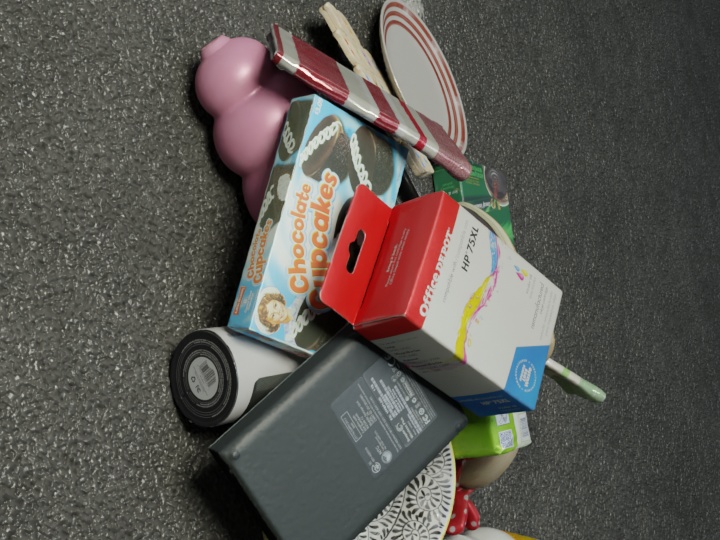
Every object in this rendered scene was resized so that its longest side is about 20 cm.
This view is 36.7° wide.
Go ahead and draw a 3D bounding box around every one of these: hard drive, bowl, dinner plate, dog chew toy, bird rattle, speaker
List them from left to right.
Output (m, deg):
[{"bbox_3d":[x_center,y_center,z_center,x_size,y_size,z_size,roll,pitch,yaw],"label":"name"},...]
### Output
[{"bbox_3d":[-0.077,-0.123,0.990,0.201,0.123,0.125,55,41,-17],"label":"dog chew toy"},{"bbox_3d":[-0.072,0.083,0.961,0.199,0.080,0.083,-3,82,-55],"label":"speaker"},{"bbox_3d":[-0.020,0.188,0.964,0.198,0.094,0.205,-3,95,-32],"label":"bowl"},{"bbox_3d":[-0.012,0.136,0.892,0.199,0.033,0.141,-40,112,-24],"label":"hard drive"},{"bbox_3d":[0.070,-0.223,1.280,0.200,0.024,0.203,42,36,-40],"label":"dinner plate"},{"bbox_3d":[0.103,0.169,1.124,0.111,0.163,0.203,27,47,-26],"label":"bird rattle"}]

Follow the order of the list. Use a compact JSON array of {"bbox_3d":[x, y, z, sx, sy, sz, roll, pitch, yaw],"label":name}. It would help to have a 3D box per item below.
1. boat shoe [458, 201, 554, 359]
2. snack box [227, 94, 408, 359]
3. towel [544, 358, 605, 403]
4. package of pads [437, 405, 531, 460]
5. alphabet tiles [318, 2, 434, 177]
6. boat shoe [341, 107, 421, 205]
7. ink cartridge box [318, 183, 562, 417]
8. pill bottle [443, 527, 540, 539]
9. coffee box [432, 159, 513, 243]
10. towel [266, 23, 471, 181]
[{"bbox_3d":[0.122,0.011,1.091,0.064,0.072,0.202,-1,53,-39],"label":"boat shoe"},{"bbox_3d":[-0.032,-0.030,0.915,0.115,0.037,0.204,24,76,-38],"label":"snack box"},{"bbox_3d":[0.162,0.084,1.178,0.198,0.153,0.024,31,88,0],"label":"towel"},{"bbox_3d":[0.061,0.102,1.036,0.068,0.198,0.158,-5,83,-47],"label":"package of pads"},{"bbox_3d":[0.019,-0.188,1.148,0.202,0.014,0.196,60,11,1],"label":"alphabet tiles"},{"bbox_3d":[0.035,-0.077,1.069,0.201,0.057,0.067,53,26,1],"label":"boat shoe"},{"bbox_3d":[0.070,0.021,0.885,0.199,0.067,0.118,36,59,-30],"label":"ink cartridge box"},{"bbox_3d":[0.152,0.338,1.165,0.199,0.111,0.115,26,59,-48],"label":"pill bottle"},{"bbox_3d":[0.146,-0.028,1.330,0.122,0.043,0.204,10,72,-53],"label":"coffee box"},{"bbox_3d":[0.003,-0.151,0.970,0.198,0.023,0.144,29,15,-16],"label":"towel"}]
